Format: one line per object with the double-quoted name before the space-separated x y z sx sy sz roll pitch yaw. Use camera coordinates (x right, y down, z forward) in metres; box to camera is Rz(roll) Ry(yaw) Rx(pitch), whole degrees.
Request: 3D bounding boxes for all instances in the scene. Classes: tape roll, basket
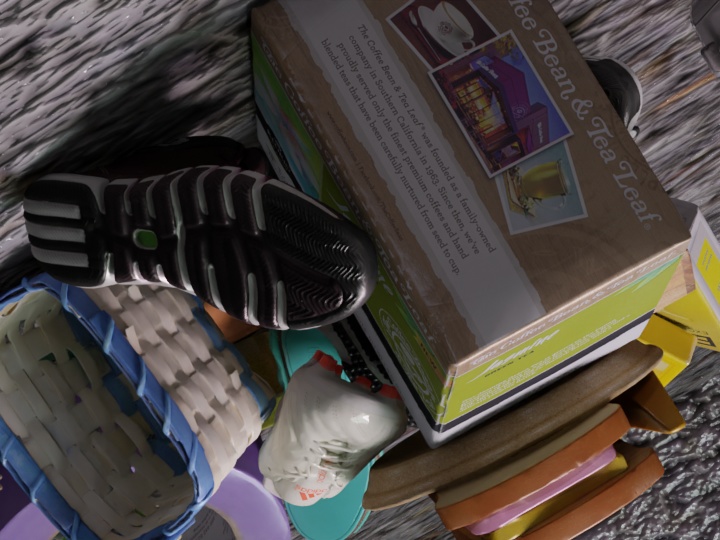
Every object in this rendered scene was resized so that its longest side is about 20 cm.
"tape roll" -0.149 0.157 1.624 0.199 0.085 0.200 -11 136 -11
"basket" -0.154 0.087 1.384 0.139 0.177 0.200 -36 178 40

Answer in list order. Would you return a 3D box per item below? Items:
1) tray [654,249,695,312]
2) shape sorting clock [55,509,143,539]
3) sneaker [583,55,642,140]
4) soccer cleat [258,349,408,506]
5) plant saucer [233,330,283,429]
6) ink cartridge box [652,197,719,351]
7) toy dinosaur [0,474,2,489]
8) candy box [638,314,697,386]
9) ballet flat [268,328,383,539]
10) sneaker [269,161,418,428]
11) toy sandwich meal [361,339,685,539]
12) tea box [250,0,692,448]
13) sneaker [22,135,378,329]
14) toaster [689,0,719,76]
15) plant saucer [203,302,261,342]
"tray" 0.092 -0.035 1.450 0.098 0.200 0.037 -28 134 -11
"shape sorting clock" -0.209 0.155 1.712 0.199 0.039 0.200 -6 150 -3
"sneaker" 0.137 -0.101 1.602 0.115 0.076 0.200 -33 179 -30
"soccer cleat" -0.019 0.093 1.418 0.078 0.069 0.200 -65 -177 -8
"plant saucer" -0.075 0.079 1.767 0.200 0.048 0.199 -24 173 32
"ink cartridge box" 0.137 -0.002 1.571 0.047 0.197 0.200 -66 150 -18
"toy dinosaur" -0.277 0.133 1.511 0.102 0.077 0.200 -46 164 30
"candy box" 0.094 0.024 1.558 0.102 0.199 0.026 -54 -168 57
"ballet flat" -0.018 0.078 1.590 0.067 0.071 0.201 2 130 7
"sneaker" 0.000 0.000 1.484 0.074 0.200 0.080 -4 -136 39
"toy sandwich meal" 0.093 0.102 1.405 0.205 0.070 0.205 -28 -178 1
"tea box" 0.048 -0.044 1.280 0.133 0.200 0.197 -28 166 -9
"sneaker" -0.058 -0.033 1.255 0.199 0.076 0.115 11 -153 31
"toaster" 0.296 -0.171 1.567 0.200 0.114 0.129 -26 171 -30
"plant saucer" -0.069 0.001 1.565 0.200 0.038 0.200 -28 168 -7
